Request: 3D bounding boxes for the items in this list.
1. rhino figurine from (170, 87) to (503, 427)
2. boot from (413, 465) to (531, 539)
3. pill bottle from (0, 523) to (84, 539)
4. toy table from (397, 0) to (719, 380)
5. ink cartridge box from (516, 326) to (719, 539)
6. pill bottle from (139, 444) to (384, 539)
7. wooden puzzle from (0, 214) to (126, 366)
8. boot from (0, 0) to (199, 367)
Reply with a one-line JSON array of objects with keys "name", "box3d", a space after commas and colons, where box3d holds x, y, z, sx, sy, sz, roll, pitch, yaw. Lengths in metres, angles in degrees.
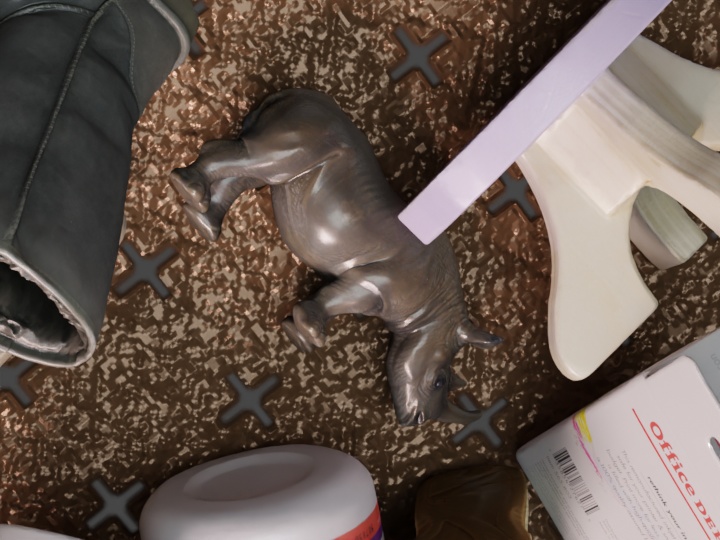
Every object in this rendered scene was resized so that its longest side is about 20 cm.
[{"name": "rhino figurine", "box3d": [0.000, 0.000, 0.995, 0.087, 0.060, 0.200, -44, 109, -12]}, {"name": "boot", "box3d": [0.055, 0.195, 0.978, 0.073, 0.200, 0.156, -7, 105, 8]}, {"name": "pill bottle", "box3d": [-0.150, 0.217, 0.902, 0.120, 0.120, 0.200, 20, 72, -15]}, {"name": "toy table", "box3d": [0.126, -0.056, 0.960, 0.200, 0.184, 0.117, -44, 91, 4]}, {"name": "ink cartridge box", "box3d": [0.158, 0.096, 0.956, 0.068, 0.200, 0.115, -28, 83, -23]}, {"name": "pill bottle", "box3d": [-0.033, 0.191, 0.998, 0.112, 0.112, 0.200, -13, 103, -9]}, {"name": "wooden puzzle", "box3d": [-0.237, -0.026, 0.956, 0.185, 0.037, 0.200, -45, 101, 0]}, {"name": "boot", "box3d": [-0.160, -0.077, 0.882, 0.182, 0.073, 0.200, 33, 51, -15]}]
